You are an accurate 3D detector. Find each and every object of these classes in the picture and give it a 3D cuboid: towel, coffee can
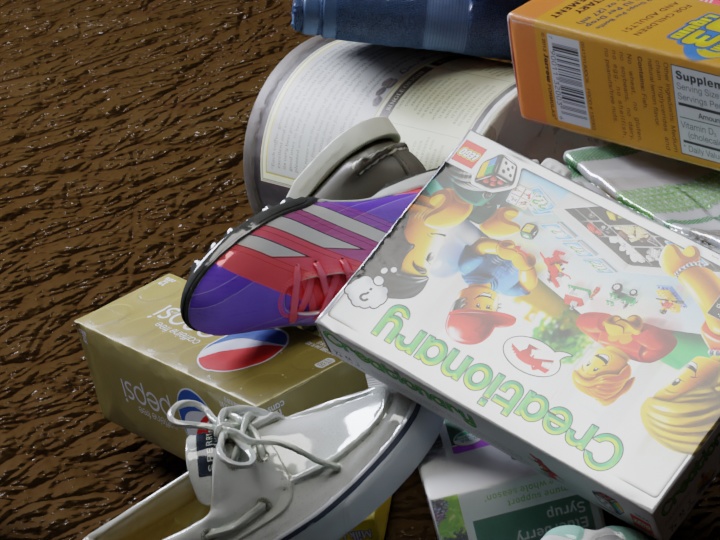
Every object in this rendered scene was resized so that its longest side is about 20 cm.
[{"bbox_3d":[0.058,-0.152,1.620,0.200,0.049,0.112,7,9,-3],"label":"towel"},{"bbox_3d":[0.206,-0.042,1.381,0.149,0.031,0.200,-21,26,-21],"label":"towel"},{"bbox_3d":[0.047,-0.058,1.645,0.146,0.147,0.200,-29,28,-32],"label":"coffee can"}]

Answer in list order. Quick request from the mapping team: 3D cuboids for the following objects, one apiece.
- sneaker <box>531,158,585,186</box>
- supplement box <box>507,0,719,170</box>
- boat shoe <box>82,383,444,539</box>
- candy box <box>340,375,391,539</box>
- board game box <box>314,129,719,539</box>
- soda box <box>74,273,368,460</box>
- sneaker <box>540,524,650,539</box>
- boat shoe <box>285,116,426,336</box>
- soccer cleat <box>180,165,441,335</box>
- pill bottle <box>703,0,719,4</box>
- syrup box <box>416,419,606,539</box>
[{"bbox_3d":[0.107,0.029,1.352,0.087,0.075,0.200,-18,50,-38],"label":"sneaker"},{"bbox_3d":[0.169,-0.096,1.408,0.066,0.069,0.200,-31,36,-35],"label":"supplement box"},{"bbox_3d":[-0.059,0.097,1.331,0.202,0.086,0.075,-34,23,17],"label":"boat shoe"},{"bbox_3d":[-0.029,0.097,1.485,0.102,0.026,0.200,-12,23,12],"label":"candy box"},{"bbox_3d":[0.094,0.027,1.284,0.200,0.035,0.126,28,70,31],"label":"board game box"},{"bbox_3d":[-0.073,0.062,1.478,0.068,0.064,0.200,-26,24,-26],"label":"soda box"},{"bbox_3d":[0.071,0.191,1.174,0.200,0.078,0.140,-30,29,-15],"label":"sneaker"},{"bbox_3d":[-0.034,0.003,1.564,0.202,0.060,0.072,-49,-20,27],"label":"boat shoe"},{"bbox_3d":[0.000,0.000,1.447,0.200,0.068,0.073,-17,48,-34],"label":"soccer cleat"},{"bbox_3d":[0.246,-0.148,1.785,0.112,0.112,0.200,-20,25,-17],"label":"pill bottle"},{"bbox_3d":[0.068,0.093,1.376,0.079,0.082,0.200,-15,22,0],"label":"syrup box"}]
